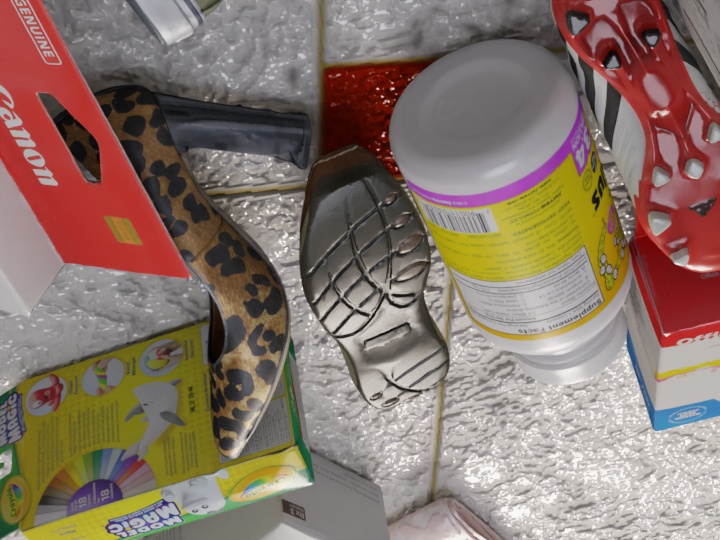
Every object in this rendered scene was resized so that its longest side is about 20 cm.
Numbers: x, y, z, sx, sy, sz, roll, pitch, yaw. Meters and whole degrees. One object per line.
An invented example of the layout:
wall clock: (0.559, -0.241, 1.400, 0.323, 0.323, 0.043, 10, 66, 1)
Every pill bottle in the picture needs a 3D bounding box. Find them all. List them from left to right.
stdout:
pill bottle: (0.094, -0.024, 0.831, 0.103, 0.105, 0.201, -20, 134, 8)

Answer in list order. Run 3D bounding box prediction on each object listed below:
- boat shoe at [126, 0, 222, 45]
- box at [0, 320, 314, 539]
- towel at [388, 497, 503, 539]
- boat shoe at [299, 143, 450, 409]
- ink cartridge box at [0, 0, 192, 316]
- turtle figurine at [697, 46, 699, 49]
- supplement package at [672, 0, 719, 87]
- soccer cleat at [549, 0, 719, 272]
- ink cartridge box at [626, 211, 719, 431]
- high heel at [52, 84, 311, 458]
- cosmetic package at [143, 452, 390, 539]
boat shoe: (-0.118, -0.193, 0.668, 0.062, 0.072, 0.201, -40, 136, -7)
box: (-0.132, 0.102, 0.895, 0.197, 0.118, 0.049, -16, 137, 5)
towel: (0.035, 0.267, 1.143, 0.199, 0.032, 0.191, -32, 130, 17)
boat shoe: (0.000, 0.000, 0.853, 0.075, 0.074, 0.201, -20, 140, -5)
ink cartridge box: (-0.197, -0.058, 0.724, 0.174, 0.045, 0.201, 9, 142, 30)
turtle figurine: (0.247, -0.098, 0.804, 0.199, 0.065, 0.161, -34, 140, 22)
supplement package: (0.219, -0.159, 0.662, 0.154, 0.201, 0.111, -21, 134, 8)
soccer cleat: (0.154, -0.089, 0.775, 0.068, 0.086, 0.201, -27, 118, 14)
ink cartridge box: (0.224, 0.020, 0.885, 0.115, 0.068, 0.201, -14, 153, 3)
high heel: (-0.108, 0.003, 0.804, 0.141, 0.071, 0.203, 4, 99, -21)
cosmetic package: (-0.083, 0.215, 1.038, 0.200, 0.082, 0.112, -40, 128, 23)
